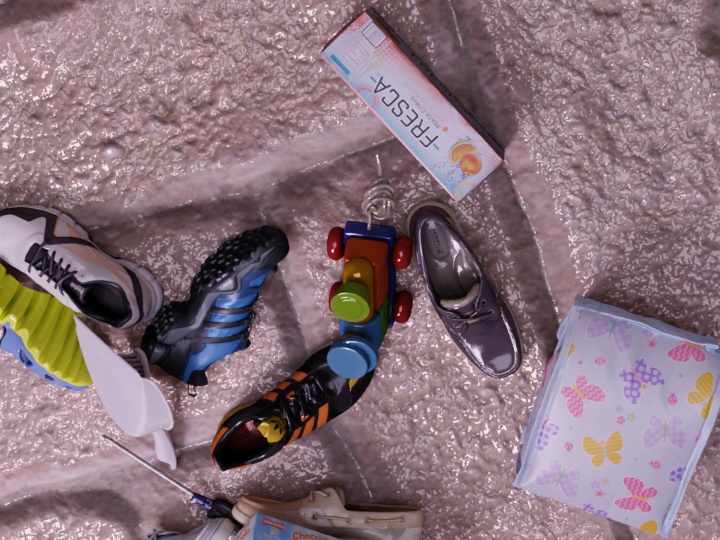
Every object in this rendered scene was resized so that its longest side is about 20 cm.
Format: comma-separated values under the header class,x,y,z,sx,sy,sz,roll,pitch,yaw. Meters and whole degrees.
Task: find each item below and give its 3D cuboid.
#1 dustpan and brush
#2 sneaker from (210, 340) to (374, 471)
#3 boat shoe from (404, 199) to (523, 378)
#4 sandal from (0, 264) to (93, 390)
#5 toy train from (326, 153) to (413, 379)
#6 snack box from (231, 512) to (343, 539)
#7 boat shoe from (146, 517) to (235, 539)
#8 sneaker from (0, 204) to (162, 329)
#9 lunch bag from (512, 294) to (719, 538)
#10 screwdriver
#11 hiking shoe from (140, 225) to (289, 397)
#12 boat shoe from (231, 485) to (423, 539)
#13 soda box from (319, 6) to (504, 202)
class,x,y,z,sx,sy,sz,roll,pitch,yaw
dustpan and brush,-0.226,0.141,1.487,0.057,0.140,0.200,-26,131,-29
sneaker,-0.069,0.146,1.482,0.200,0.090,0.070,-34,98,13
boat shoe,0.102,0.025,1.447,0.072,0.065,0.200,-24,100,11
sandal,-0.359,0.056,1.511,0.200,0.080,0.087,40,141,-11
toy train,0.000,0.000,1.395,0.085,0.116,0.200,8,129,11
snack box,-0.040,0.317,1.493,0.200,0.037,0.116,21,139,-16
boat shoe,-0.216,0.318,1.542,0.072,0.070,0.201,44,115,-3
sneaker,-0.299,-0.005,1.479,0.200,0.080,0.074,27,106,1
lunch bag,0.260,0.136,1.427,0.169,0.127,0.200,17,114,4
screwdriver,-0.195,0.235,1.547,0.200,0.028,0.029,29,96,-3
hiking shoe,-0.136,0.037,1.483,0.200,0.074,0.087,-43,115,16
boat shoe,-0.034,0.257,1.518,0.200,0.072,0.065,12,94,2
soda box,0.052,-0.163,1.406,0.064,0.068,0.200,-42,95,14
